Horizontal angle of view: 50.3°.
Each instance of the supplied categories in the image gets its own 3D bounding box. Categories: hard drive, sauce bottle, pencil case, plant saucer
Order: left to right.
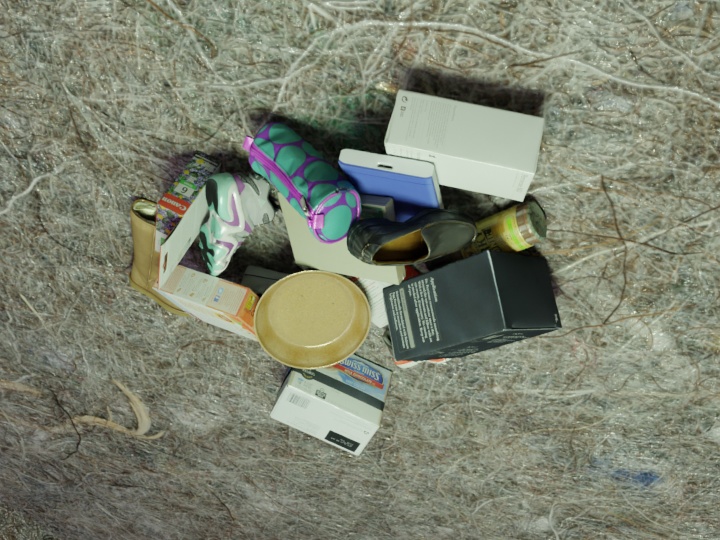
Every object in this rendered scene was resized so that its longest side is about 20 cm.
[{"bbox_3d":[-0.082,-0.128,1.086,0.200,0.091,0.087,46,126,36],"label":"pencil case"},{"bbox_3d":[-0.080,0.075,1.275,0.194,0.036,0.205,-4,125,-5],"label":"plant saucer"},{"bbox_3d":[0.051,-0.113,1.098,0.128,0.026,0.200,12,167,14],"label":"hard drive"},{"bbox_3d":[0.186,-0.042,1.168,0.197,0.066,0.065,-24,123,37],"label":"sauce bottle"}]

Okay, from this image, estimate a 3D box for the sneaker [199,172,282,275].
[{"bbox_3d":[-0.184,-0.077,1.242,0.137,0.079,0.202,-15,146,-30],"label":"sneaker"}]

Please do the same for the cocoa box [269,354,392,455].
[{"bbox_3d":[-0.056,0.243,1.503,0.196,0.133,0.134,24,138,-6],"label":"cocoa box"}]

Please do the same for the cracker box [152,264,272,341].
[{"bbox_3d":[-0.244,0.057,1.324,0.196,0.059,0.134,15,162,29],"label":"cracker box"}]

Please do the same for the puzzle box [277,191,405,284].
[{"bbox_3d":[-0.029,-0.055,1.155,0.196,0.025,0.136,11,128,32],"label":"puzzle box"}]

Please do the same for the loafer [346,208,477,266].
[{"bbox_3d":[0.081,-0.036,1.066,0.195,0.072,0.075,-11,121,-19],"label":"loafer"}]

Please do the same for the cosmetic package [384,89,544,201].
[{"bbox_3d":[0.137,-0.164,1.020,0.195,0.083,0.113,14,168,9],"label":"cosmetic package"}]

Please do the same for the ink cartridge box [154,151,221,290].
[{"bbox_3d":[-0.285,-0.080,1.201,0.049,0.202,0.110,23,139,2],"label":"ink cartridge box"}]

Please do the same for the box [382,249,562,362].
[{"bbox_3d":[0.171,0.058,1.171,0.197,0.121,0.194,-20,165,35],"label":"box"}]

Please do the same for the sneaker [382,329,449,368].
[{"bbox_3d":[0.115,0.114,1.352,0.197,0.078,0.082,-25,116,37],"label":"sneaker"}]

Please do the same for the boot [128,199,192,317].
[{"bbox_3d":[-0.346,-0.015,1.397,0.171,0.067,0.202,22,137,-3],"label":"boot"}]

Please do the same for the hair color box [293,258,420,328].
[{"bbox_3d":[0.000,0.000,1.283,0.198,0.065,0.110,37,138,-20],"label":"hair color box"}]

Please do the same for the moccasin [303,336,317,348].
[{"bbox_3d":[-0.158,0.110,1.388,0.196,0.069,0.081,19,154,32],"label":"moccasin"}]

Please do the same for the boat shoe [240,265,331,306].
[{"bbox_3d":[-0.131,0.046,1.342,0.196,0.067,0.074,10,159,36],"label":"boat shoe"}]
